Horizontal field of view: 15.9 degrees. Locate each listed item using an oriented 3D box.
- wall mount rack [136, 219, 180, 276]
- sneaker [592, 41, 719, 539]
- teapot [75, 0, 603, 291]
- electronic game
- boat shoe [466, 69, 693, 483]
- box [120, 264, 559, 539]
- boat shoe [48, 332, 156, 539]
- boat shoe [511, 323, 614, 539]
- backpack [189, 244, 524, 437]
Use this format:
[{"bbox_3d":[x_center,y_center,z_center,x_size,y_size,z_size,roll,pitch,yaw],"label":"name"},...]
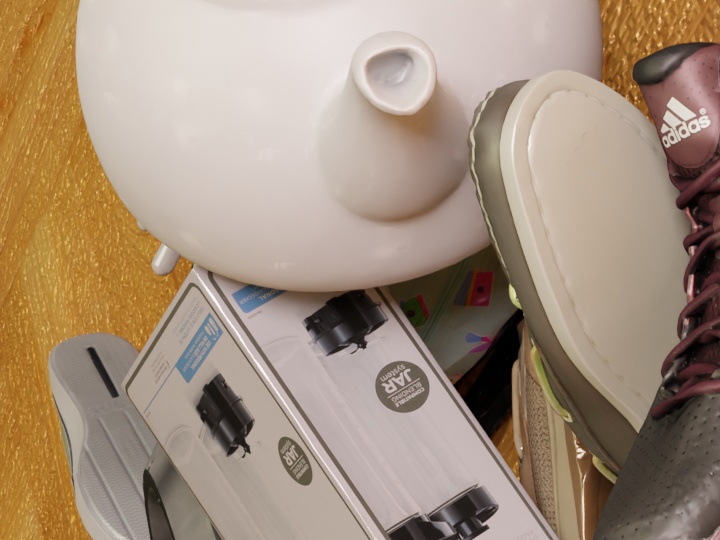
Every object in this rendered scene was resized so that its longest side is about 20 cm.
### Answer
[{"bbox_3d":[-0.078,-0.099,1.144,0.200,0.074,0.174,-124,22,-77],"label":"wall mount rack"},{"bbox_3d":[0.103,-0.003,0.764,0.076,0.116,0.200,-18,26,51],"label":"sneaker"},{"bbox_3d":[-0.013,-0.103,0.871,0.200,0.198,0.146,16,141,27],"label":"teapot"},{"bbox_3d":[-0.059,0.164,1.160,0.200,0.041,0.201,167,90,-80],"label":"electronic game"},{"bbox_3d":[0.081,0.014,0.827,0.060,0.202,0.072,13,58,45],"label":"boat shoe"},{"bbox_3d":[0.003,0.089,0.925,0.200,0.060,0.117,56,151,9],"label":"box"},{"bbox_3d":[-0.119,0.106,1.358,0.200,0.072,0.062,-118,19,-55],"label":"boat shoe"},{"bbox_3d":[0.082,0.045,0.944,0.064,0.071,0.201,-23,63,59],"label":"boat shoe"},{"bbox_3d":[0.000,0.000,1.057,0.200,0.126,0.167,132,138,-53],"label":"backpack"}]
